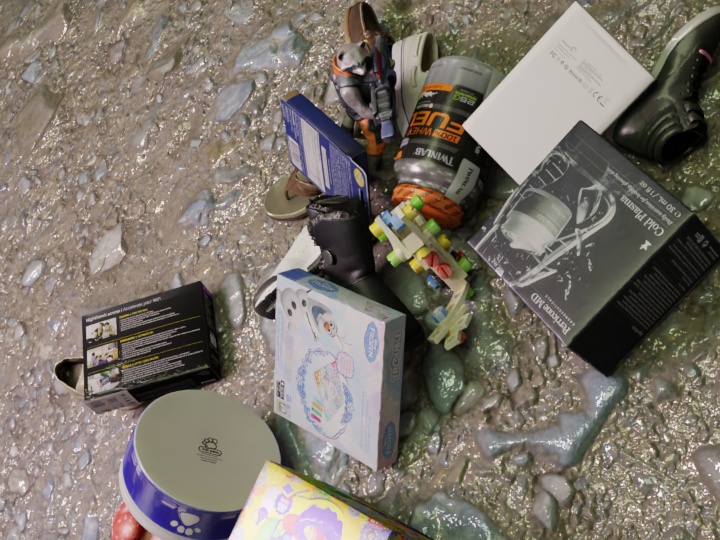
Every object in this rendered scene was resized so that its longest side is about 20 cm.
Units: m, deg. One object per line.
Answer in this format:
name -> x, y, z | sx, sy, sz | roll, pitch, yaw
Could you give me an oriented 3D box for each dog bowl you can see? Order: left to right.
dog bowl -> -0.205, 0.253, 1.398 | 0.201, 0.198, 0.079 | 61, 139, 38

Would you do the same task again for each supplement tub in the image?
supplement tub -> 0.117, -0.166, 1.418 | 0.122, 0.122, 0.202 | 11, 75, 39

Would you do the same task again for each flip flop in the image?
flip flop -> -0.063, -0.135, 1.579 | 0.198, 0.057, 0.082 | -20, 58, 28

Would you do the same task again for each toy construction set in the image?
toy construction set -> 0.088, -0.007, 1.339 | 0.091, 0.201, 0.131 | -27, 18, 4

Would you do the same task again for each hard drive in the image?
hard drive -> 0.236, -0.202, 1.306 | 0.132, 0.026, 0.200 | 46, 112, 7

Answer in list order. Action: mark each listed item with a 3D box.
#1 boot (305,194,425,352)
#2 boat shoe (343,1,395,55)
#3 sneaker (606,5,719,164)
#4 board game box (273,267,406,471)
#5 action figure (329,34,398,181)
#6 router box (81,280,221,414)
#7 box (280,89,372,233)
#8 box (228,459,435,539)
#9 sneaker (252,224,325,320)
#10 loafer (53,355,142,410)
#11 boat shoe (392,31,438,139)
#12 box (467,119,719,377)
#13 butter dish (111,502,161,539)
boot -> 0.000, 0.000, 1.383 | 0.076, 0.170, 0.200 | -24, 31, -23
boat shoe -> 0.025, -0.313, 1.594 | 0.070, 0.070, 0.202 | -25, 64, 34
sneaker -> 0.388, -0.209, 1.277 | 0.201, 0.070, 0.099 | -53, 50, 12
board game box -> -0.030, 0.122, 1.373 | 0.198, 0.043, 0.202 | 23, 119, 42
action figure -> 0.002, -0.210, 1.438 | 0.103, 0.195, 0.201 | -7, 41, 5
router box -> -0.313, 0.114, 1.610 | 0.198, 0.051, 0.150 | -16, 58, 7
box -> -0.037, -0.145, 1.470 | 0.032, 0.122, 0.200 | -29, 52, -20
box -> -0.011, 0.328, 1.228 | 0.199, 0.192, 0.123 | 20, 81, 40
sneaker -> -0.074, -0.011, 1.526 | 0.200, 0.074, 0.080 | -40, 46, 3
loafer -> -0.402, 0.170, 1.676 | 0.198, 0.068, 0.076 | -5, 66, 35
boat shoe -> 0.090, -0.252, 1.519 | 0.069, 0.071, 0.202 | -21, 52, 28
box -> 0.267, -0.026, 1.241 | 0.197, 0.124, 0.200 | -48, 49, 10
butter dish -> -0.263, 0.355, 1.432 | 0.198, 0.148, 0.201 | -31, 53, 20
